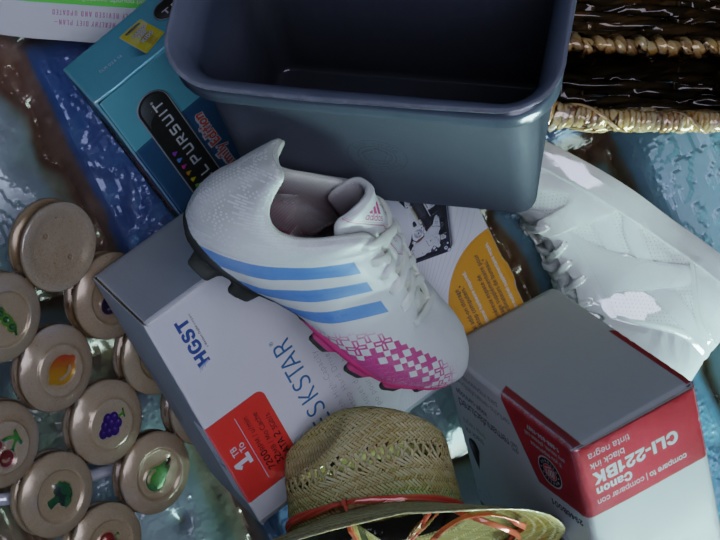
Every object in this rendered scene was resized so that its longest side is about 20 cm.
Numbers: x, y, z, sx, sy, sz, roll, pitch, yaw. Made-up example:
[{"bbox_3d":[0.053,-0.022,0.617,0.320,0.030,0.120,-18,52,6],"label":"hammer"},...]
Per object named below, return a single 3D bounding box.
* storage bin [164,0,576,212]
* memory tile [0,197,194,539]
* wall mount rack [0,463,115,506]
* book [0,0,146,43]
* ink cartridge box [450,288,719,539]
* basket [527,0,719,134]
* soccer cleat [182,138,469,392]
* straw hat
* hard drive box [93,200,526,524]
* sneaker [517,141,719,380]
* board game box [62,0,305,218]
[{"bbox_3d":[0.015,-0.111,1.194,0.198,0.135,0.147,6,62,11],"label":"storage bin"},{"bbox_3d":[-0.156,0.070,1.292,0.154,0.017,0.200,-54,130,-18],"label":"memory tile"},{"bbox_3d":[-0.207,0.181,1.323,0.172,0.075,0.202,-5,97,-8],"label":"wall mount rack"},{"bbox_3d":[-0.134,-0.220,1.264,0.132,0.048,0.201,1,125,-10],"label":"book"},{"bbox_3d":[0.133,0.134,1.312,0.083,0.144,0.201,-27,122,-18],"label":"ink cartridge box"},{"bbox_3d":[0.176,-0.150,1.330,0.198,0.149,0.144,1,95,-11],"label":"basket"},{"bbox_3d":[0.000,0.000,1.208,0.199,0.070,0.086,29,126,-34],"label":"soccer cleat"},{"bbox_3d":[0.007,0.120,1.262,0.199,0.201,0.086,-6,70,-11],"label":"straw hat"},{"bbox_3d":[-0.024,0.016,1.304,0.199,0.077,0.156,-37,124,-11],"label":"hard drive box"},{"bbox_3d":[0.129,0.006,1.372,0.199,0.074,0.116,33,85,-14],"label":"sneaker"},{"bbox_3d":[-0.046,-0.118,1.303,0.200,0.047,0.151,-40,133,-6],"label":"board game box"}]
